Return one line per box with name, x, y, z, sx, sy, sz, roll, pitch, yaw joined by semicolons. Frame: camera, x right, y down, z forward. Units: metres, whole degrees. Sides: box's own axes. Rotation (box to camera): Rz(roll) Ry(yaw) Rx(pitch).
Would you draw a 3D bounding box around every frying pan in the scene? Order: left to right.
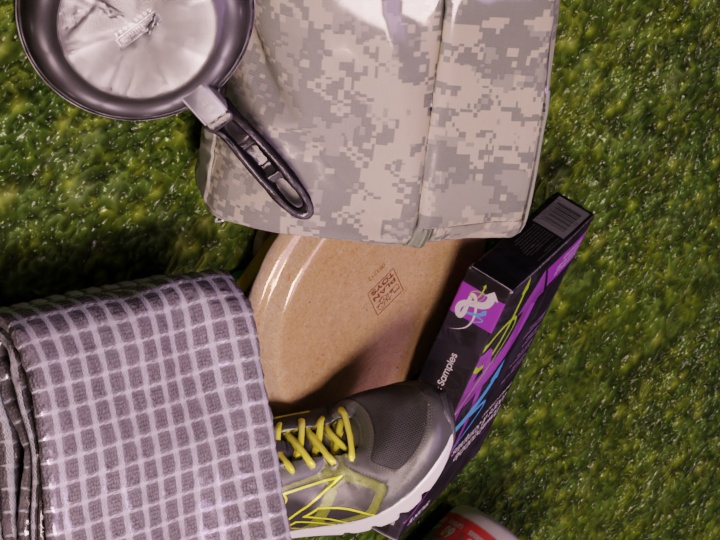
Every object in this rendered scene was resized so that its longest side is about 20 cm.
frying pan;-0.098;-0.089;1.127;0.115;0.031;0.190;-15;116;1

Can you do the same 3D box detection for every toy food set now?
toy food set;0.000;0.000;1.375;0.200;0.049;0.198;-54;146;-1

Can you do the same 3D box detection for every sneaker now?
sneaker;-0.040;0.117;1.342;0.200;0.075;0.085;-28;148;15

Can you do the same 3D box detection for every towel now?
towel;-0.120;0.107;1.219;0.165;0.086;0.200;-14;95;-46

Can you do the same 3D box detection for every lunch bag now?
lunch bag;0.000;-0.116;1.198;0.168;0.139;0.200;-6;128;-19

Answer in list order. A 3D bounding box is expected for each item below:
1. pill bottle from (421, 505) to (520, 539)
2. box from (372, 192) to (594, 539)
pill bottle;0.039;0.267;1.590;0.200;0.114;0.114;-44;144;-16
box;0.072;0.060;1.464;0.143;0.036;0.200;-39;158;-57
